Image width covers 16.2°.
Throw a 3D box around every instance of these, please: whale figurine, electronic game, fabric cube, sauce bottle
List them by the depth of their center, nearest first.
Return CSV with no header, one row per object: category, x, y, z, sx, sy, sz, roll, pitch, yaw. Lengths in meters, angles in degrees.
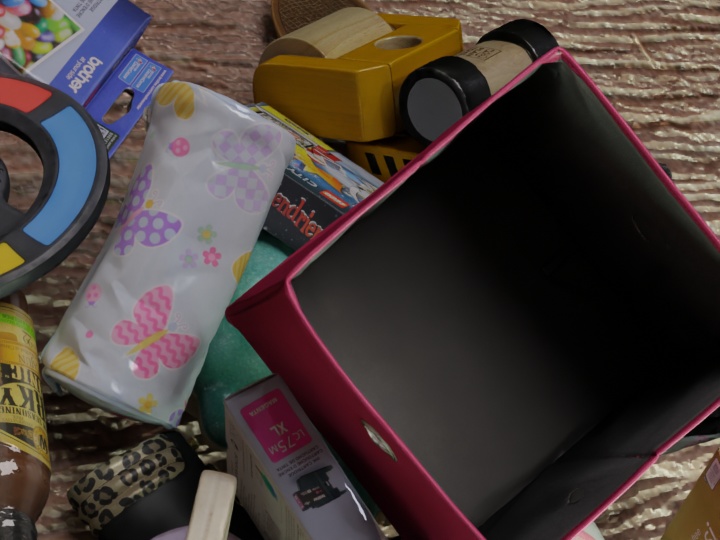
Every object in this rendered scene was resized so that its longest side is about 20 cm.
fabric cube,0.070,0.030,1.354,0.200,0.199,0.196,-40,94,-13
sauce bottle,-0.207,0.100,1.429,0.064,0.065,0.201,9,51,-29
electronic game,-0.245,-0.048,1.484,0.199,0.042,0.201,-5,45,5
whale figurine,-0.037,0.060,1.550,0.200,0.104,0.159,48,42,7

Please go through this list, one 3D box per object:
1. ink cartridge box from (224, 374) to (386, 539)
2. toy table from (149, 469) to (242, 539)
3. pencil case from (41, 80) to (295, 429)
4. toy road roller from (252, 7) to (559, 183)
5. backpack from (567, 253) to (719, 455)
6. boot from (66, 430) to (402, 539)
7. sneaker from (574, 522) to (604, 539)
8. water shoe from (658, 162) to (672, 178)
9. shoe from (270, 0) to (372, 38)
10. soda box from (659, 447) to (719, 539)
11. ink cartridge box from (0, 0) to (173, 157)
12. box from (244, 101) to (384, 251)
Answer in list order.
ink cartridge box,-0.007,0.163,1.354,0.042,0.119,0.200,-27,70,-13
toy table,-0.094,0.213,1.322,0.183,0.117,0.201,1,63,-4
pencil case,-0.111,-0.010,1.472,0.090,0.083,0.201,23,85,-9
toy road roller,0.035,-0.087,1.683,0.199,0.147,0.123,12,26,34
backpack,0.167,0.042,1.568,0.199,0.126,0.168,3,87,-43
boot,-0.058,0.152,1.472,0.203,0.074,0.154,-24,71,-36
sneaker,0.120,0.210,1.513,0.200,0.075,0.105,40,38,-48
water shoe,0.166,-0.043,1.655,0.079,0.072,0.200,7,6,13
shoe,0.007,-0.127,1.790,0.070,0.053,0.200,-38,74,-15
soda box,0.227,0.178,1.555,0.067,0.200,0.064,-11,60,-21
ink cartridge box,-0.221,-0.166,1.667,0.200,0.042,0.119,37,42,-5
box,-0.011,-0.033,1.579,0.200,0.038,0.137,34,15,10
